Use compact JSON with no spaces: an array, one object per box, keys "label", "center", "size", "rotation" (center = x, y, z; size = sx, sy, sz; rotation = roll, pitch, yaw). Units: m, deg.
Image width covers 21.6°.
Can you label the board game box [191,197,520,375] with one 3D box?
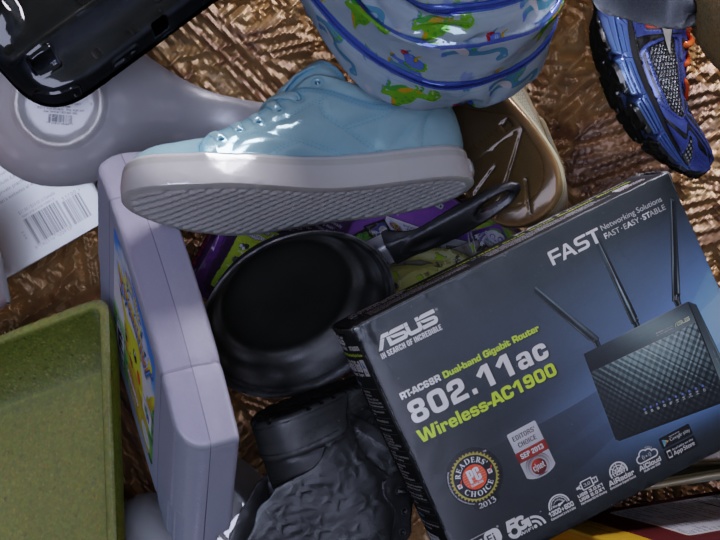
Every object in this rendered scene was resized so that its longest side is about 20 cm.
[{"label":"board game box","center":[0.012,0.001,1.099],"size":[0.199,0.032,0.120],"rotation":[28,101,-17]}]

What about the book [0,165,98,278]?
[{"label":"book","center":[-0.252,-0.088,1.132],"size":[0.133,0.048,0.201],"rotation":[-29,94,5]}]

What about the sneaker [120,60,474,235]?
[{"label":"sneaker","center":[-0.039,-0.070,1.021],"size":[0.199,0.074,0.082],"rotation":[-4,70,-26]}]

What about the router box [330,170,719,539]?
[{"label":"router box","center":[0.105,0.054,1.021],"size":[0.199,0.062,0.150],"rotation":[-26,95,-10]}]

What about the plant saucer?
[{"label":"plant saucer","center":[-0.207,0.140,1.094],"size":[0.199,0.048,0.201],"rotation":[-20,61,27]}]

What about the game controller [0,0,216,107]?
[{"label":"game controller","center":[-0.134,-0.180,1.083],"size":[0.200,0.042,0.104],"rotation":[-39,69,-18]}]

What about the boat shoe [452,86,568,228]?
[{"label":"boat shoe","center":[0.059,-0.109,1.098],"size":[0.072,0.065,0.201],"rotation":[-35,74,12]}]

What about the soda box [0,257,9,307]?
[{"label":"soda box","center":[-0.306,-0.004,1.087],"size":[0.199,0.070,0.064],"rotation":[4,112,26]}]

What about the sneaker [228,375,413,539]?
[{"label":"sneaker","center":[0.011,0.112,1.065],"size":[0.199,0.060,0.105],"rotation":[-18,98,-19]}]

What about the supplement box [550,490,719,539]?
[{"label":"supplement box","center":[0.220,0.231,1.042],"size":[0.199,0.133,0.198],"rotation":[-5,96,-26]}]

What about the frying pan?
[{"label":"frying pan","center":[-0.013,-0.006,1.039],"size":[0.115,0.031,0.190],"rotation":[29,109,-38]}]

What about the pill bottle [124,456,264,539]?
[{"label":"pill bottle","center":[-0.125,0.203,1.115],"size":[0.111,0.111,0.200],"rotation":[41,97,0]}]

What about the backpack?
[{"label":"backpack","center":[0.031,-0.181,1.013],"size":[0.162,0.154,0.201],"rotation":[-8,72,-19]}]

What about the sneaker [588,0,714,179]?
[{"label":"sneaker","center":[0.168,-0.150,1.082],"size":[0.078,0.075,0.201],"rotation":[-19,95,2]}]

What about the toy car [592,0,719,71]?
[{"label":"toy car","center":[0.229,-0.138,1.028],"size":[0.199,0.158,0.165],"rotation":[32,88,-4]}]

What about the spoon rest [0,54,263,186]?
[{"label":"spoon rest","center":[-0.128,-0.092,1.108],"size":[0.199,0.061,0.100],"rotation":[8,95,-3]}]

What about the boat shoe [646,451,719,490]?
[{"label":"boat shoe","center":[0.147,0.094,1.099],"size":[0.199,0.063,0.074],"rotation":[-6,106,-1]}]

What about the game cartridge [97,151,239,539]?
[{"label":"game cartridge","center":[-0.110,0.039,1.047],"size":[0.040,0.134,0.201],"rotation":[-9,54,-18]}]
